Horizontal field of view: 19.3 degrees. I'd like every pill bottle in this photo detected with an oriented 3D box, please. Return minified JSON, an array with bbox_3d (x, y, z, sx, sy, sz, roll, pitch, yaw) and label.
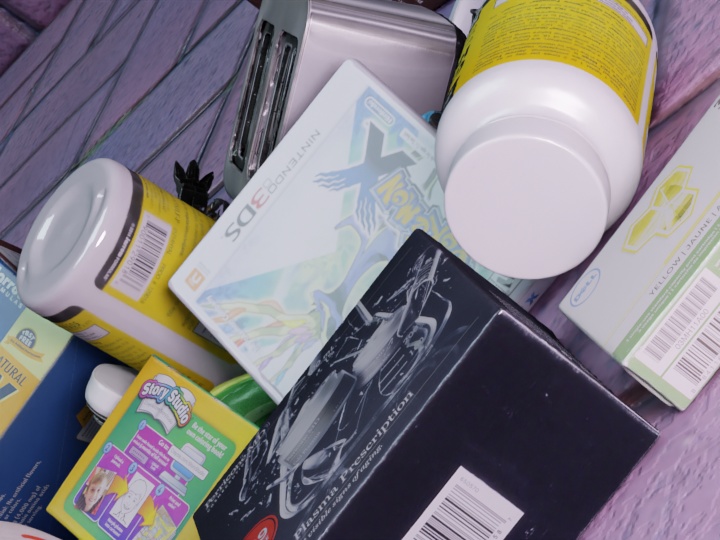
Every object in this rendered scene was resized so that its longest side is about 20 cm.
[{"bbox_3d":[-0.116,0.020,1.391,0.111,0.200,0.111,-37,34,32],"label":"pill bottle"},{"bbox_3d":[0.101,-0.081,1.159,0.112,0.112,0.200,-43,14,29],"label":"pill bottle"}]

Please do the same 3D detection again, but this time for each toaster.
[{"bbox_3d":[-0.009,-0.101,1.405,0.181,0.118,0.201,-135,58,-72],"label":"toaster"}]

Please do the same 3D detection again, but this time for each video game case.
[{"bbox_3d":[0.000,0.000,1.241,0.182,0.022,0.200,-51,58,8],"label":"video game case"}]

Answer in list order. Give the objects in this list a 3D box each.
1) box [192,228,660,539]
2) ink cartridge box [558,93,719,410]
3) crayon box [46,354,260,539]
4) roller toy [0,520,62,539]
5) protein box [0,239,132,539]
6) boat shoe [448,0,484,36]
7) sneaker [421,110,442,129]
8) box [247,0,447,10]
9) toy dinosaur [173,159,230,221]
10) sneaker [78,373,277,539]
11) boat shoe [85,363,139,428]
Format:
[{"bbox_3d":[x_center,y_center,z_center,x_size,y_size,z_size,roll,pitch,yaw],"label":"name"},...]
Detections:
[{"bbox_3d":[0.023,0.102,1.045,0.200,0.104,0.182,-52,16,3],"label":"box"},{"bbox_3d":[0.157,-0.026,1.047,0.146,0.048,0.200,-53,19,4],"label":"ink cartridge box"},{"bbox_3d":[-0.094,0.140,1.252,0.119,0.058,0.200,-55,37,-5],"label":"crayon box"},{"bbox_3d":[-0.187,0.234,1.186,0.140,0.200,0.182,-54,11,10],"label":"roller toy"},{"bbox_3d":[-0.243,0.104,1.512,0.135,0.200,0.199,38,94,30],"label":"protein box"},{"bbox_3d":[0.112,-0.210,1.478,0.200,0.073,0.068,-63,16,-15],"label":"boat shoe"},{"bbox_3d":[0.025,-0.004,1.288,0.073,0.082,0.200,-15,42,61],"label":"sneaker"},{"bbox_3d":[0.003,-0.306,1.800,0.200,0.164,0.166,-29,30,54],"label":"box"},{"bbox_3d":[-0.124,-0.002,1.714,0.136,0.102,0.200,-60,29,33],"label":"toy dinosaur"},{"bbox_3d":[-0.096,0.149,1.358,0.200,0.074,0.084,-48,43,4],"label":"sneaker"},{"bbox_3d":[-0.138,0.109,1.429,0.064,0.071,0.200,-61,-18,1],"label":"boat shoe"}]
